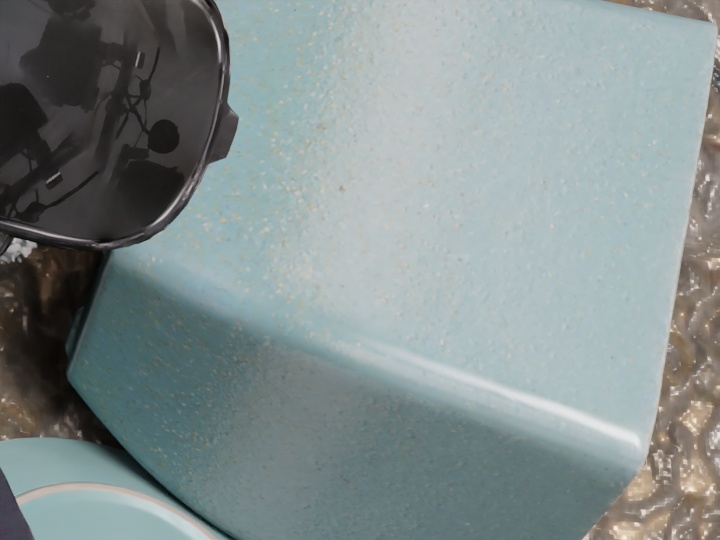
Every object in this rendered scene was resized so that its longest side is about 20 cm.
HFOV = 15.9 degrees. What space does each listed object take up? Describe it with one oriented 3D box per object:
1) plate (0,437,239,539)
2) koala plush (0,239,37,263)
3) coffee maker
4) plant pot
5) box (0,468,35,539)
[{"bbox_3d":[-0.094,0.144,0.965,0.200,0.026,0.201,18,47,-21],"label":"plate"},{"bbox_3d":[-0.151,-0.118,1.008,0.177,0.184,0.200,35,75,-5],"label":"koala plush"},{"bbox_3d":[-0.148,-0.079,0.849,0.191,0.200,0.135,-8,104,-8],"label":"coffee maker"},{"bbox_3d":[0.000,0.000,0.989,0.199,0.196,0.197,18,58,-7],"label":"plant pot"},{"bbox_3d":[-0.185,0.123,0.807,0.117,0.197,0.200,-11,57,-32],"label":"box"}]
